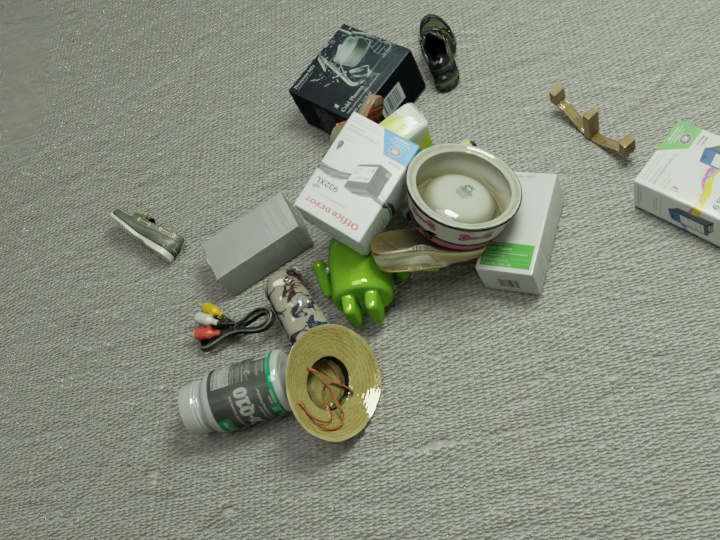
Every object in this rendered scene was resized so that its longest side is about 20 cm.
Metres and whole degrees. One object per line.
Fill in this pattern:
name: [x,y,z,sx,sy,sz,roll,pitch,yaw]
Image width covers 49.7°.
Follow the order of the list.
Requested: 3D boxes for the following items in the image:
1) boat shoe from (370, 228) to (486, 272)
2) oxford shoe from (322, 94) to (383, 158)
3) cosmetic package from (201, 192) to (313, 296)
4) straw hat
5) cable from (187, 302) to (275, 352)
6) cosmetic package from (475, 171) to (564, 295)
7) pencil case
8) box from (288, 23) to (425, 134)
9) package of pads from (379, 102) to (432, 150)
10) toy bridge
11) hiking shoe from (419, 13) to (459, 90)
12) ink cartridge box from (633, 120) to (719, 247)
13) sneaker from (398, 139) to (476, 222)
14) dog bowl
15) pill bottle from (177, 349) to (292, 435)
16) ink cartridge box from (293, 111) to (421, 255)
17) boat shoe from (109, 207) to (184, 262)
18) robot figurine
boat shoe: [0.119,-0.034,1.347,0.198,0.067,0.075,-1,48,7]
oxford shoe: [-0.022,-0.267,1.500,0.075,0.070,0.201,44,129,14]
cosmetic package: [-0.208,-0.052,1.563,0.199,0.090,0.107,-33,56,6]
straw hat: [-0.065,0.201,1.361,0.085,0.200,0.203,-32,42,55]
cable: [-0.257,0.109,1.498,0.198,0.050,0.098,-3,62,37]
cosmetic package: [0.283,-0.068,1.372,0.107,0.085,0.202,6,67,28]
pencil case: [-0.109,0.081,1.454,0.089,0.078,0.201,-25,55,-13]
box: [-0.006,-0.383,1.637,0.196,0.124,0.201,30,77,34]
package of pads: [0.046,-0.218,1.501,0.199,0.155,0.068,-38,70,-1]
toy bridge: [0.424,-0.270,1.433,0.027,0.067,0.200,-40,57,-3]
hiking shoe: [0.162,-0.482,1.633,0.075,0.101,0.202,-18,58,11]
ink cartridge box: [0.579,-0.139,1.289,0.199,0.088,0.146,35,79,31]
sneaker: [0.142,-0.186,1.498,0.200,0.076,0.076,-43,57,-6]
dog bowl: [0.168,-0.121,1.317,0.198,0.074,0.202,4,51,-5]
pill bottle: [-0.218,0.224,1.400,0.198,0.113,0.114,-19,58,12]
ink cartridge box: [-0.001,-0.152,1.368,0.144,0.084,0.201,31,83,17]
boat shoe: [-0.466,-0.088,1.695,0.201,0.072,0.060,31,76,26]
robot figurine: [0.000,0.000,1.430,0.174,0.116,0.202,-14,59,12]
